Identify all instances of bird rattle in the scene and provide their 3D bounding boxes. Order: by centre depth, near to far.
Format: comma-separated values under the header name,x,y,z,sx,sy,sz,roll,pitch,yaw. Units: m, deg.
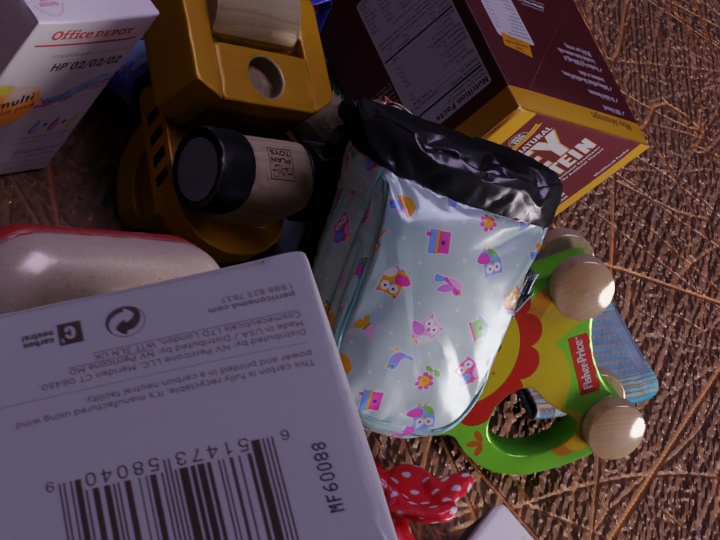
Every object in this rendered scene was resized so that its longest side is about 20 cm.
name,x,y,z,sx,sy,sz,roll,pitch,yaw
bird rattle,-0.026,0.126,1.144,0.163,0.113,0.199,40,26,27

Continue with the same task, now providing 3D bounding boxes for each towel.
name,x,y,z,sx,sy,sz,roll,pitch,yaw
towel,0.169,0.050,1.477,0.199,0.022,0.148,-2,63,-53

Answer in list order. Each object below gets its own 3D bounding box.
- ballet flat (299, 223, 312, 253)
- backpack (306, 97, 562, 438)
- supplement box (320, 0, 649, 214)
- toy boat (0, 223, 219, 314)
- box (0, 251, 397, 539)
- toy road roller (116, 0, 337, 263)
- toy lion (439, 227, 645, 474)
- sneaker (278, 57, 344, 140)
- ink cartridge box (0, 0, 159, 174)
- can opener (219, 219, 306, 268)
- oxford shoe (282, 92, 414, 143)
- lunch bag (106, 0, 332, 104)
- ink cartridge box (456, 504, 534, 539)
name,x,y,z,sx,sy,sz,roll,pitch,yaw
ballet flat,0.000,0.000,1.355,0.200,0.046,0.067,53,35,14
backpack,0.032,0.006,1.164,0.166,0.201,0.127,19,11,-15
supplement box,0.092,-0.156,1.408,0.197,0.133,0.201,8,52,-52
toy boat,-0.181,0.028,1.085,0.199,0.132,0.130,4,18,-41
box,-0.095,0.130,0.919,0.197,0.172,0.201,-12,52,-8
toy road roller,-0.106,-0.104,1.242,0.122,0.145,0.202,5,70,-44
toy lion,0.096,0.066,1.293,0.069,0.190,0.201,-113,-175,-62
sneaker,-0.039,-0.140,1.478,0.087,0.075,0.199,24,27,37
ink cartridge box,-0.213,-0.148,1.150,0.068,0.200,0.115,52,34,15
can opener,-0.072,0.017,1.272,0.201,0.053,0.067,-72,143,-55
oxford shoe,0.007,-0.101,1.288,0.070,0.075,0.200,-17,45,-41
lunch bag,-0.149,-0.189,1.339,0.199,0.095,0.150,-16,45,-39
ink cartridge box,0.103,0.270,1.166,0.174,0.044,0.200,49,32,1
